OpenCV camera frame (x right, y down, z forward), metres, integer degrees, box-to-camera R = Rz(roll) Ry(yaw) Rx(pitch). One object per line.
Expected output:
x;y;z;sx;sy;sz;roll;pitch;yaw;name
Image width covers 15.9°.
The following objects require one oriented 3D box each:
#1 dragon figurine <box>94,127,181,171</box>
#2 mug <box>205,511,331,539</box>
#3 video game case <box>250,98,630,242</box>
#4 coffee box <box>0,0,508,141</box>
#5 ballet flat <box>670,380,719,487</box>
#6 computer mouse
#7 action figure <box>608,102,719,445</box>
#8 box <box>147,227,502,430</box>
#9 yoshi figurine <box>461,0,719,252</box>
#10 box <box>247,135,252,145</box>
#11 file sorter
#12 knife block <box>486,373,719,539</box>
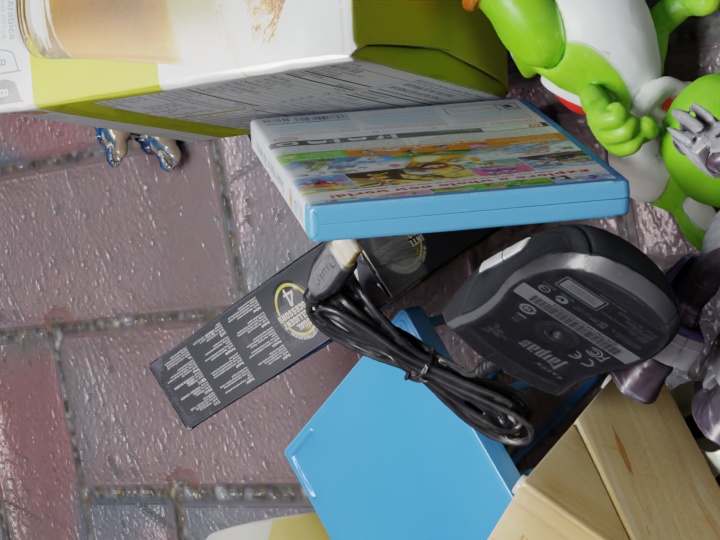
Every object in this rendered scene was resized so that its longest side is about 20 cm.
-0.135;-0.158;1.550;0.099;0.059;0.201;-8;95;50;dragon figurine
-0.017;0.217;1.477;0.149;0.185;0.154;87;173;-79;mug
0.031;-0.050;1.196;0.200;0.142;0.018;-125;31;-73;video game case
-0.055;-0.178;1.268;0.196;0.200;0.201;-6;85;24;coffee box
0.201;0.078;1.203;0.199;0.069;0.070;-18;86;51;ballet flat
0.057;0.005;1.155;0.140;0.046;0.200;31;152;-8;computer mouse
0.182;-0.021;1.138;0.201;0.129;0.070;-60;14;28;action figure
0.000;0.000;1.347;0.200;0.161;0.049;-34;87;48;box
0.133;-0.099;1.200;0.112;0.112;0.200;-39;91;14;yoshi figurine
-0.042;-0.191;1.434;0.158;0.051;0.201;-38;71;46;box
0.080;0.128;1.318;0.201;0.122;0.139;60;137;20;file sorter
0.146;0.147;1.163;0.175;0.200;0.064;36;123;9;knife block
